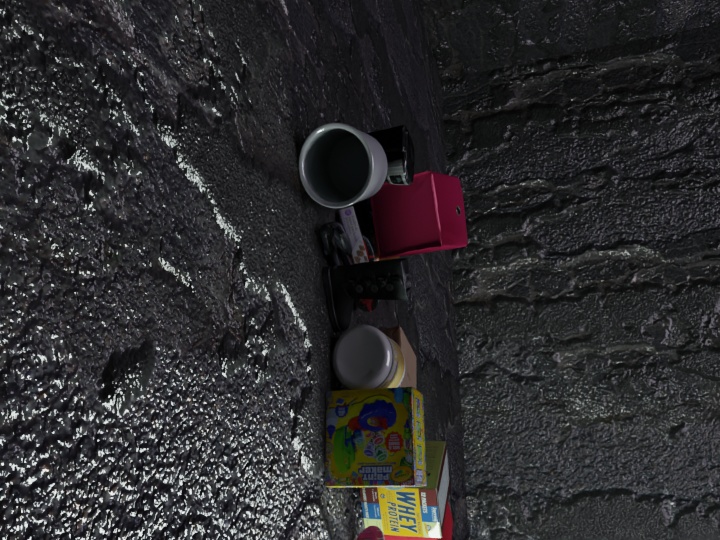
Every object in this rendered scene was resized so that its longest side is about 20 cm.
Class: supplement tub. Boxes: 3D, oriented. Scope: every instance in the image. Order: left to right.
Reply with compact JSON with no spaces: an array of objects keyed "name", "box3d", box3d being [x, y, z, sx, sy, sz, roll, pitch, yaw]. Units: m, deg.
[{"name":"supplement tub","box3d":[0.027,0.219,1.410,0.200,0.140,0.149,43,43,-65]}]

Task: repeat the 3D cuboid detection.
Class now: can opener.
[{"name":"can opener","box3d":[-0.051,-0.035,1.388,0.203,0.062,0.080,80,-13,-50]}]

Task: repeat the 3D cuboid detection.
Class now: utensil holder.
[{"name":"utensil holder","box3d":[-0.032,-0.233,1.334,0.200,0.164,0.176,-35,118,-75]}]

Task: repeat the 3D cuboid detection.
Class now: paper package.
[{"name":"paper package","box3d":[0.091,0.289,1.687,0.201,0.100,0.196,60,29,-53]}]

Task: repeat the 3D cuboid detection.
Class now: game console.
[{"name":"game console","box3d":[0.070,-0.190,1.736,0.177,0.116,0.200,50,16,6]}]

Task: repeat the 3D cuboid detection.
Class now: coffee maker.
[{"name":"coffee maker","box3d":[0.033,-0.303,1.516,0.134,0.194,0.199,-10,94,-74]}]

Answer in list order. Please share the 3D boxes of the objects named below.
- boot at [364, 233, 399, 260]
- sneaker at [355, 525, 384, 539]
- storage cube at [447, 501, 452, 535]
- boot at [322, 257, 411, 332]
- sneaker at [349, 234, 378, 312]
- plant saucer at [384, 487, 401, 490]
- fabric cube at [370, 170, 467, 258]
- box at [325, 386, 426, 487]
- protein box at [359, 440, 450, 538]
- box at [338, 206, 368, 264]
[{"name":"boot","box3d":[0.065,-0.004,1.736,0.200,0.074,0.160,38,47,-65]},{"name":"sneaker","box3d":[0.019,0.690,1.352,0.089,0.079,0.206,58,38,-58]},{"name":"storage cube","box3d":[0.153,0.700,1.640,0.202,0.166,0.184,-72,150,-53]},{"name":"boot","box3d":[0.023,0.058,1.351,0.066,0.194,0.169,-64,144,-61]},{"name":"sneaker","box3d":[0.000,0.000,1.555,0.096,0.077,0.206,-98,-179,-71]},{"name":"plant saucer","box3d":[0.056,0.418,1.420,0.197,0.036,0.202,33,27,-19]},{"name":"fabric cube","box3d":[0.162,-0.149,1.631,0.198,0.195,0.203,-5,87,-60]},{"name":"box","box3d":[0.034,0.362,1.287,0.122,0.194,0.199,45,41,-65]},{"name":"protein box","box3d":[0.118,0.547,1.515,0.200,0.192,0.139,-50,134,-68]},{"name":"box","box3d":[-0.009,-0.056,1.467,0.042,0.038,0.206,90,-15,-74]}]
